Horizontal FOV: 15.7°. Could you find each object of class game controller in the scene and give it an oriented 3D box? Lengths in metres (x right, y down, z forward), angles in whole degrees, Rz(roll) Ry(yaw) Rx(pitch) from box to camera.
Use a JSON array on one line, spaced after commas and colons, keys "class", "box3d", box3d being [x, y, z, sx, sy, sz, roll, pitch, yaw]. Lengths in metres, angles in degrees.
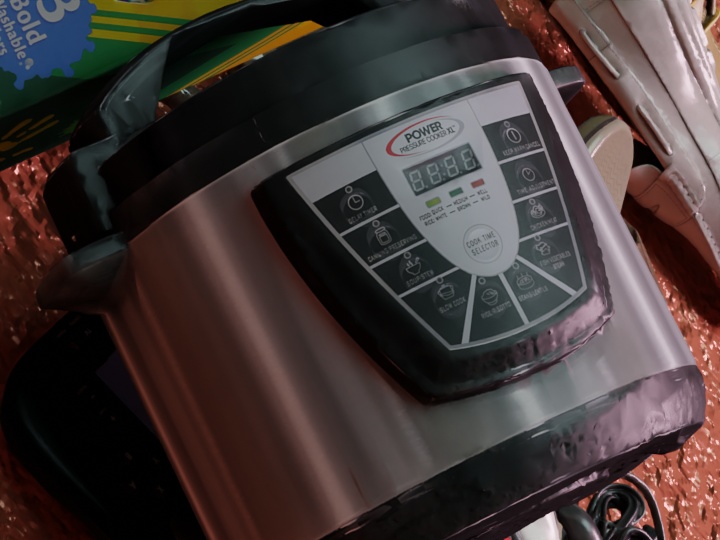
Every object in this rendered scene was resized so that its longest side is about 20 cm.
[{"class": "game controller", "box3d": [-0.056, 0.039, 0.952, 0.105, 0.042, 0.200, 53, 33, -8]}]

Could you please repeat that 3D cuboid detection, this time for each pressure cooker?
[{"class": "pressure cooker", "box3d": [-0.002, 0.001, 0.864, 0.201, 0.178, 0.176, 64, 19, 10]}]

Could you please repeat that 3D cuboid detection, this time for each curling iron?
[{"class": "curling iron", "box3d": [0.105, 0.063, 1.151, 0.049, 0.026, 0.201, 9, 43, -4]}]

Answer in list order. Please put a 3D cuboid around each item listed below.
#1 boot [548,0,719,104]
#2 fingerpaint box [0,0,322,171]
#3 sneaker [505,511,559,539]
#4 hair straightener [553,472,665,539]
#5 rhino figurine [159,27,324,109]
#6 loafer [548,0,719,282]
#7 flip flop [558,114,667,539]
[{"class": "boot", "box3d": [0.177, -0.158, 1.306, 0.200, 0.155, 0.073, 52, 34, -10]}, {"class": "fingerpaint box", "box3d": [-0.106, -0.160, 0.931, 0.201, 0.166, 0.073, 65, -10, 8]}, {"class": "sneaker", "box3d": [0.049, 0.148, 0.994, 0.085, 0.077, 0.201, -23, 77, -37]}, {"class": "hair straightener", "box3d": [0.119, 0.158, 1.057, 0.201, 0.041, 0.077, 62, 31, -13]}, {"class": "rhino figurine", "box3d": [-0.024, -0.096, 1.084, 0.087, 0.060, 0.200, 44, 29, -12]}, {"class": "loafer", "box3d": [0.153, -0.057, 1.283, 0.070, 0.069, 0.201, -105, 172, -77]}, {"class": "flip flop", "box3d": [0.098, 0.031, 1.093, 0.081, 0.057, 0.201, 64, 32, -56]}]
